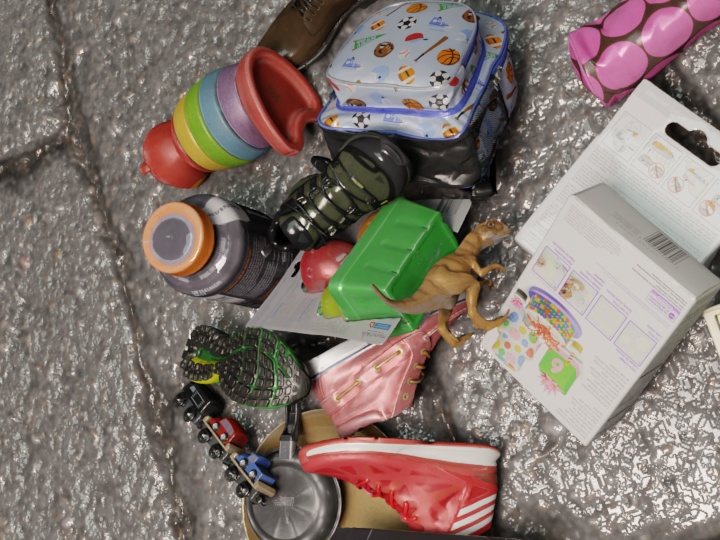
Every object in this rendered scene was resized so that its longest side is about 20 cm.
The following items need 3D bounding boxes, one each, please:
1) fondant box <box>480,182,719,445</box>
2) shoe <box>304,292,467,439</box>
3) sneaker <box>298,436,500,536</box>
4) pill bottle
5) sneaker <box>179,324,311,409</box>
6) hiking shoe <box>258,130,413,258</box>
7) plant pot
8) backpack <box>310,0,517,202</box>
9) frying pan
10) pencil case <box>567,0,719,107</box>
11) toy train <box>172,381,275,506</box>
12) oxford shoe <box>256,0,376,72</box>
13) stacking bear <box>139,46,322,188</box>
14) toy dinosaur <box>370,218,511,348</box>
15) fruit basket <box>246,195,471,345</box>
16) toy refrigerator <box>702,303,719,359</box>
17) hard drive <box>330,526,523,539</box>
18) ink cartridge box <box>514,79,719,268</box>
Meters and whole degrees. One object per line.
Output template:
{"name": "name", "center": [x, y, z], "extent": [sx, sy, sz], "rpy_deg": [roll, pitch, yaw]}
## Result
{"name": "fondant box", "center": [0.215, 0.042, 1.022], "extent": [0.144, 0.058, 0.200], "rpy_deg": [44, 131, 22]}
{"name": "shoe", "center": [0.046, 0.091, 1.127], "extent": [0.200, 0.071, 0.091], "rpy_deg": [-29, 83, 3]}
{"name": "sneaker", "center": [0.037, 0.223, 1.083], "extent": [0.199, 0.078, 0.116], "rpy_deg": [1, 78, 3]}
{"name": "pill bottle", "center": [-0.143, -0.020, 1.158], "extent": [0.106, 0.200, 0.107], "rpy_deg": [-3, 82, 23]}
{"name": "sneaker", "center": [-0.107, 0.100, 1.160], "extent": [0.200, 0.085, 0.078], "rpy_deg": [13, 85, 55]}
{"name": "hiking shoe", "center": [-0.025, -0.060, 1.055], "extent": [0.076, 0.200, 0.101], "rpy_deg": [42, 57, -11]}
{"name": "plant pot", "center": [-0.032, 0.247, 1.169], "extent": [0.199, 0.027, 0.201], "rpy_deg": [-3, 81, 23]}
{"name": "backpack", "center": [0.063, -0.181, 1.101], "extent": [0.199, 0.154, 0.191], "rpy_deg": [12, 46, 23]}
{"name": "frying pan", "center": [-0.062, 0.207, 1.160], "extent": [0.115, 0.031, 0.191], "rpy_deg": [21, 95, 24]}
{"name": "pencil case", "center": [0.288, -0.251, 1.063], "extent": [0.200, 0.091, 0.094], "rpy_deg": [-38, 70, 17]}
{"name": "toy train", "center": [-0.144, 0.181, 1.191], "extent": [0.046, 0.034, 0.200], "rpy_deg": [-49, 45, 2]}
{"name": "oxford shoe", "center": [-0.055, -0.292, 1.222], "extent": [0.200, 0.084, 0.073], "rpy_deg": [-45, 70, 14]}
{"name": "stacking bear", "center": [-0.161, -0.156, 1.237], "extent": [0.200, 0.122, 0.114], "rpy_deg": [-25, 115, 31]}
{"name": "toy dinosaur", "center": [0.077, 0.020, 1.028], "extent": [0.060, 0.200, 0.106], "rpy_deg": [-24, 100, 46]}
{"name": "fruit basket", "center": [0.000, 0.000, 1.114], "extent": [0.200, 0.094, 0.185], "rpy_deg": [-3, 44, 49]}
{"name": "toy refrigerator", "center": [0.414, 0.038, 0.978], "extent": [0.199, 0.070, 0.076], "rpy_deg": [-22, 75, 20]}
{"name": "hard drive", "center": [0.076, 0.314, 1.066], "extent": [0.199, 0.038, 0.140], "rpy_deg": [-1, 119, 23]}
{"name": "ink cartridge box", "center": [0.272, -0.054, 1.066], "extent": [0.162, 0.057, 0.200], "rpy_deg": [42, 96, 23]}
